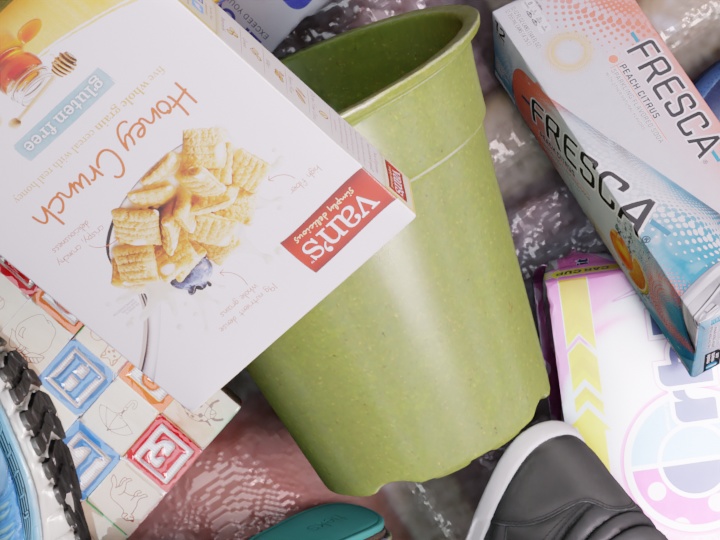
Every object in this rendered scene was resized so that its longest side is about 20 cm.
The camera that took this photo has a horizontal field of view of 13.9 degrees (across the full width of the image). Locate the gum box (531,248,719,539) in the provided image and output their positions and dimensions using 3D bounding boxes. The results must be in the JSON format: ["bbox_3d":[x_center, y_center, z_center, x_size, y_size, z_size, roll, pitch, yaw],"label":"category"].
[{"bbox_3d":[0.156,0.084,1.475,0.113,0.066,0.201,-8,92,-3],"label":"gum box"}]

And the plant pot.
[{"bbox_3d":[0.000,0.000,1.423,0.200,0.200,0.190,-24,104,-2],"label":"plant pot"}]

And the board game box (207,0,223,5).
[{"bbox_3d":[-0.164,-0.178,1.369,0.200,0.200,0.200,-32,96,11],"label":"board game box"}]

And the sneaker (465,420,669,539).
[{"bbox_3d":[0.088,0.182,1.416,0.071,0.099,0.200,-1,119,-36],"label":"sneaker"}]

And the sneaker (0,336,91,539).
[{"bbox_3d":[-0.178,0.122,1.401,0.090,0.078,0.200,-17,90,4],"label":"sneaker"}]

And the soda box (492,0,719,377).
[{"bbox_3d":[0.139,-0.052,1.431,0.068,0.064,0.200,-27,64,-10],"label":"soda box"}]

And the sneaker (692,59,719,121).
[{"bbox_3d":[0.248,-0.093,1.470,0.200,0.082,0.074,-19,93,2],"label":"sneaker"}]

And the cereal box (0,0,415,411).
[{"bbox_3d":[-0.094,-0.047,1.279,0.144,0.040,0.200,-41,115,18],"label":"cereal box"}]

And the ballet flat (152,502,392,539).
[{"bbox_3d":[-0.057,0.161,1.424,0.072,0.200,0.072,5,97,39],"label":"ballet flat"}]

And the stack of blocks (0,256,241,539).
[{"bbox_3d":[-0.170,0.044,1.466,0.200,0.059,0.115,42,90,-3],"label":"stack of blocks"}]

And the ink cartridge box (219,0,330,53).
[{"bbox_3d":[-0.053,-0.236,1.469,0.200,0.047,0.198,-44,93,14],"label":"ink cartridge box"}]
